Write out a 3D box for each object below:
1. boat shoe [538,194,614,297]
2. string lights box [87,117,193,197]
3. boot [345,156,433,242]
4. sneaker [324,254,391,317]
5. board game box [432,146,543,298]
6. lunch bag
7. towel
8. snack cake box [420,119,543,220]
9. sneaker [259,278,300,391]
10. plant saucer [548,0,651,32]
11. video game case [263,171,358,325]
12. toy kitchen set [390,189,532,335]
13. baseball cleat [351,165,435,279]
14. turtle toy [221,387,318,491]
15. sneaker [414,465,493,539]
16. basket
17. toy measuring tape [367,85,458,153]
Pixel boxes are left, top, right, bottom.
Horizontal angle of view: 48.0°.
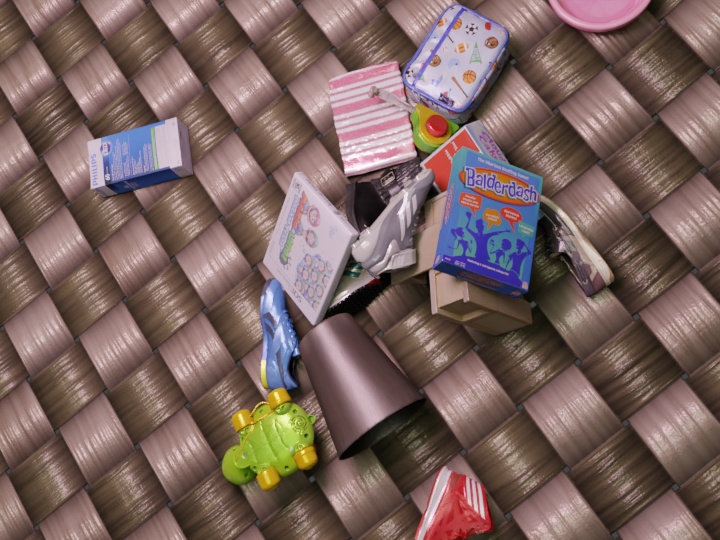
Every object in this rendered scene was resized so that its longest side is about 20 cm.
[{"bbox_3d":[0.348,-0.043,1.385,0.064,0.072,0.201,-38,78,-2],"label":"boat shoe"},{"bbox_3d":[-0.439,-0.223,1.607,0.195,0.059,0.105,-12,75,10],"label":"string lights box"},{"bbox_3d":[0.055,-0.112,1.422,0.155,0.080,0.214,-16,42,10],"label":"boot"},{"bbox_3d":[0.000,0.000,1.463,0.199,0.070,0.094,-40,58,2],"label":"sneaker"},{"bbox_3d":[0.203,-0.077,1.274,0.149,0.045,0.204,17,67,-12],"label":"board game box"},{"bbox_3d":[0.171,-0.380,1.491,0.159,0.076,0.202,33,83,16],"label":"lunch bag"},{"bbox_3d":[0.023,-0.287,1.534,0.143,0.030,0.205,-13,78,10],"label":"towel"},{"bbox_3d":[0.207,-0.139,1.392,0.115,0.067,0.202,-36,84,38],"label":"snack cake box"},{"bbox_3d":[-0.138,0.115,1.460,0.077,0.066,0.205,-4,82,20],"label":"sneaker"},{"bbox_3d":[0.438,-0.524,1.476,0.196,0.051,0.206,-3,78,13],"label":"plant saucer"},{"bbox_3d":[-0.093,-0.039,1.429,0.182,0.023,0.203,48,128,33],"label":"video game case"},{"bbox_3d":[0.168,-0.001,1.388,0.162,0.178,0.204,-24,59,41],"label":"toy kitchen set"},{"bbox_3d":[0.073,-0.072,1.342,0.106,0.070,0.200,44,81,-7],"label":"baseball cleat"},{"bbox_3d":[-0.159,0.305,1.410,0.197,0.101,0.148,-30,73,6],"label":"turtle toy"},{"bbox_3d":[0.152,0.436,1.325,0.113,0.078,0.204,16,83,17],"label":"sneaker"},{"bbox_3d":[-0.013,0.188,1.389,0.179,0.136,0.202,-33,69,-4],"label":"basket"},{"bbox_3d":[0.097,-0.265,1.470,0.197,0.074,0.075,25,84,-6],"label":"toy measuring tape"}]
